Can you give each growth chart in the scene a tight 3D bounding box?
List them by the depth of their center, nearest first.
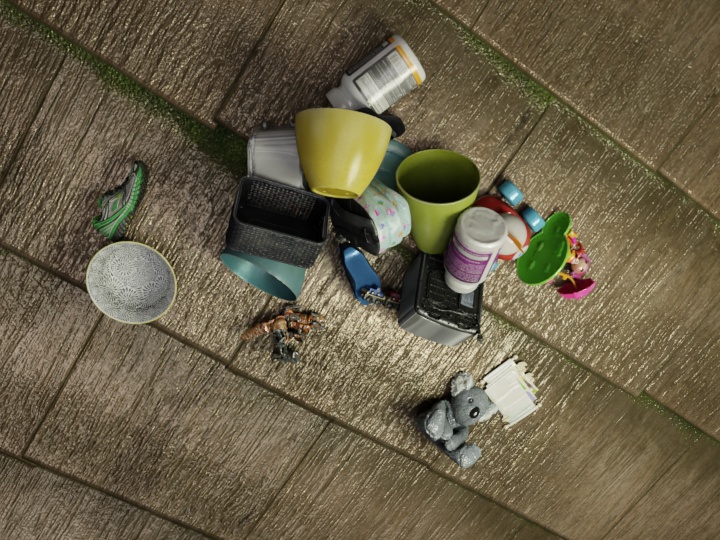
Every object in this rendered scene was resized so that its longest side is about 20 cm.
[{"bbox_3d":[0.418,0.333,1.749,0.144,0.018,0.201,-31,111,5],"label":"growth chart"}]

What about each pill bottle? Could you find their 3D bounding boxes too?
[{"bbox_3d":[0.031,-0.401,1.370,0.199,0.117,0.117,-35,111,9],"label":"pill bottle"},{"bbox_3d":[0.246,-0.038,1.413,0.111,0.113,0.201,2,144,-7],"label":"pill bottle"}]

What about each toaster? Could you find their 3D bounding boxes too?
[{"bbox_3d":[-0.182,-0.229,1.417,0.128,0.114,0.202,1,113,-3],"label":"toaster"},{"bbox_3d":[0.198,0.077,1.533,0.179,0.202,0.119,19,149,-14],"label":"toaster"}]

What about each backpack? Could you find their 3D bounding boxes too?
[{"bbox_3d":[0.015,-0.124,1.394,0.126,0.200,0.168,-33,131,-18],"label":"backpack"}]

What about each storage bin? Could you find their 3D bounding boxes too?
[{"bbox_3d":[-0.175,-0.101,1.353,0.198,0.136,0.094,14,142,-14],"label":"storage bin"}]

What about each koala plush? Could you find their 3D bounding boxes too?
[{"bbox_3d":[0.261,0.382,1.694,0.177,0.184,0.200,45,80,-7],"label":"koala plush"}]

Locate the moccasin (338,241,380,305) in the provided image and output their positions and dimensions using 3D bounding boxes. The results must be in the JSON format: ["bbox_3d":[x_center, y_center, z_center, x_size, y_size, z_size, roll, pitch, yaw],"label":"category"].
[{"bbox_3d":[0.000,0.000,1.543,0.080,0.068,0.201,-27,135,-10],"label":"moccasin"}]

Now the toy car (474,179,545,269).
[{"bbox_3d":[0.341,-0.079,1.483,0.184,0.200,0.177,-42,110,11],"label":"toy car"}]

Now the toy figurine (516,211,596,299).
[{"bbox_3d":[0.514,-0.015,1.587,0.183,0.150,0.201,31,81,-30],"label":"toy figurine"}]

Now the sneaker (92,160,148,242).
[{"bbox_3d":[-0.538,-0.159,1.422,0.085,0.078,0.201,28,106,-15],"label":"sneaker"}]

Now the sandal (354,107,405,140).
[{"bbox_3d":[0.036,-0.304,1.383,0.076,0.200,0.043,-29,78,30],"label":"sandal"}]

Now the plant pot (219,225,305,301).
[{"bbox_3d":[-0.202,-0.038,1.462,0.199,0.200,0.136,34,72,-17],"label":"plant pot"}]

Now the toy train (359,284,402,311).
[{"bbox_3d":[0.080,0.072,1.570,0.199,0.034,0.046,17,99,-36],"label":"toy train"}]

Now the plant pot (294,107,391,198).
[{"bbox_3d":[-0.043,-0.226,1.291,0.198,0.200,0.143,8,86,-9],"label":"plant pot"}]

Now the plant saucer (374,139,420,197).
[{"bbox_3d":[0.049,-0.207,1.495,0.198,0.027,0.202,-2,112,-6],"label":"plant saucer"}]

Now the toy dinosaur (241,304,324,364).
[{"bbox_3d":[-0.189,0.155,1.591,0.198,0.102,0.137,-4,97,15],"label":"toy dinosaur"}]

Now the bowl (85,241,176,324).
[{"bbox_3d":[-0.522,0.013,1.482,0.199,0.094,0.203,-2,111,-6],"label":"bowl"}]

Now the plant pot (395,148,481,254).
[{"bbox_3d":[0.171,-0.139,1.456,0.185,0.188,0.201,-6,138,-4],"label":"plant pot"}]
